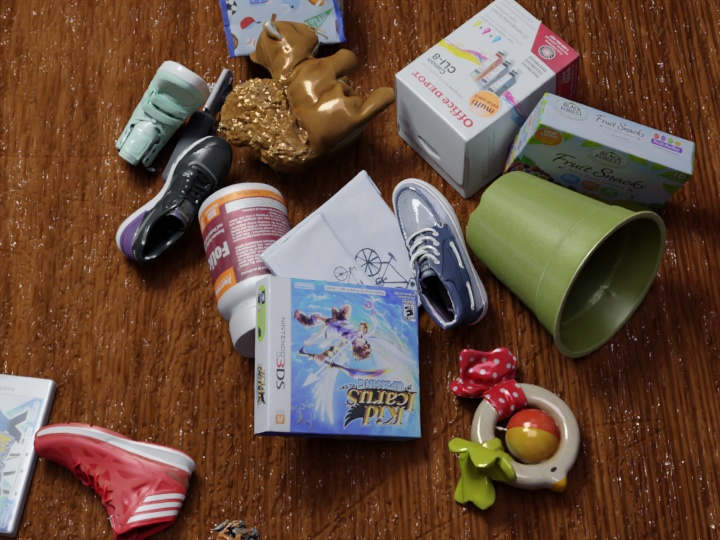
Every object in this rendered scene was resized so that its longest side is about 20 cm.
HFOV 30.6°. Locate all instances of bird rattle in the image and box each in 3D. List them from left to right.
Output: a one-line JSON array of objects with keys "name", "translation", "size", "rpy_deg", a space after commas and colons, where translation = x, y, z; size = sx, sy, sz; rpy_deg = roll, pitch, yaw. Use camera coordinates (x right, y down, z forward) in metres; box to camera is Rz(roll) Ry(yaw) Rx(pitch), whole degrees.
[{"name": "bird rattle", "translation": [0.178, 0.188, 1.555], "size": [0.163, 0.113, 0.200], "rpy_deg": [15, 50, -1]}]

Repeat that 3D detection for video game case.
[{"name": "video game case", "translation": [-0.484, 0.218, 1.609], "size": [0.182, 0.022, 0.200], "rpy_deg": [5, 63, 7]}, {"name": "video game case", "translation": [-0.025, 0.106, 1.548], "size": [0.200, 0.045, 0.182], "rpy_deg": [5, 77, -25]}]

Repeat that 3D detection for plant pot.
[{"name": "plant pot", "translation": [0.237, -0.027, 1.610], "size": [0.200, 0.200, 0.190], "rpy_deg": [-41, 54, -17]}]

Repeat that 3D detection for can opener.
[{"name": "can opener", "translation": [-0.207, -0.189, 1.789], "size": [0.066, 0.053, 0.200], "rpy_deg": [20, 65, 15]}]

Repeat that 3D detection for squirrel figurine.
[{"name": "squirrel figurine", "translation": [-0.090, -0.232, 1.714], "size": [0.200, 0.142, 0.187], "rpy_deg": [-35, 87, -20]}]

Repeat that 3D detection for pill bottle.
[{"name": "pill bottle", "translation": [-0.131, 0.001, 1.647], "size": [0.114, 0.114, 0.200], "rpy_deg": [-14, 61, -3]}]

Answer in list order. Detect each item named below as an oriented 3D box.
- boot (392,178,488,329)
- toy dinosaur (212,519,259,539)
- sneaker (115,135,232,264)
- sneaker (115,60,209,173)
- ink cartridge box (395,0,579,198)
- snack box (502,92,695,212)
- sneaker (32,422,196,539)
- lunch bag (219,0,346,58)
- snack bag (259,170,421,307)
[{"name": "boot", "translation": [0.088, -0.023, 1.605], "size": [0.073, 0.090, 0.200], "rpy_deg": [-33, 80, 23]}, {"name": "toy dinosaur", "translation": [-0.150, 0.361, 1.457], "size": [0.136, 0.102, 0.200], "rpy_deg": [17, 54, 9]}, {"name": "sneaker", "translation": [-0.225, -0.085, 1.698], "size": [0.200, 0.076, 0.088], "rpy_deg": [-52, 27, -8]}, {"name": "sneaker", "translation": [-0.264, -0.194, 1.727], "size": [0.074, 0.200, 0.118], "rpy_deg": [32, 69, -10]}, {"name": "ink cartridge box", "translation": [0.164, -0.228, 1.730], "size": [0.200, 0.145, 0.145], "rpy_deg": [-39, 66, -14]}, {"name": "snack box", "translation": [0.296, -0.138, 1.644], "size": [0.200, 0.142, 0.053], "rpy_deg": [17, 62, -6]}, {"name": "sneaker", "translation": [-0.303, 0.252, 1.546], "size": [0.200, 0.078, 0.116], "rpy_deg": [8, 61, 10]}, {"name": "lunch bag", "translation": [-0.108, -0.392, 1.843], "size": [0.170, 0.124, 0.200], "rpy_deg": [-5, 29, 3]}, {"name": "snack bag", "translation": [0.000, 0.000, 1.624], "size": [0.200, 0.021, 0.189], "rpy_deg": [-41, 97, -31]}]
